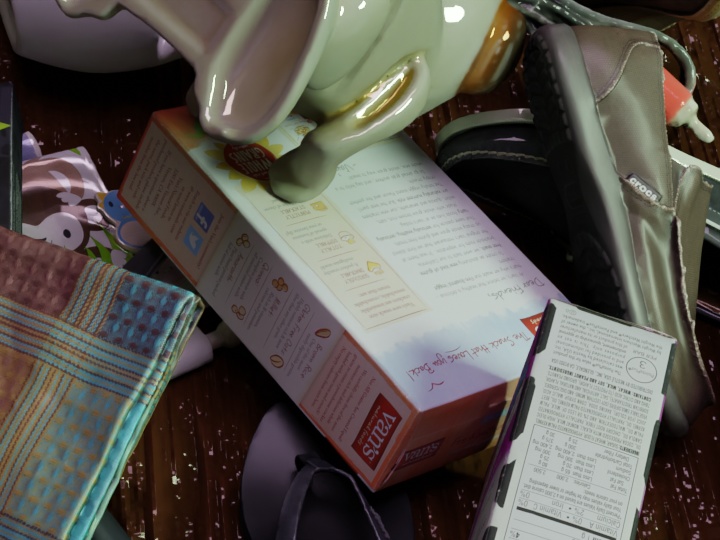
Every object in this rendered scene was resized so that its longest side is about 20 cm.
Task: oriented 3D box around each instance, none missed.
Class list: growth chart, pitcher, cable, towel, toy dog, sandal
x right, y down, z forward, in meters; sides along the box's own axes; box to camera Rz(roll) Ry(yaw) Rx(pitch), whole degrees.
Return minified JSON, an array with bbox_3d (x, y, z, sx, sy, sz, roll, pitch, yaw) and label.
[{"bbox_3d":[-0.161,-0.007,1.004,0.145,0.018,0.200,-32,65,-31],"label":"growth chart"},{"bbox_3d":[-0.079,-0.152,1.066,0.199,0.121,0.172,-14,55,-12],"label":"pitcher"},{"bbox_3d":[0.105,-0.127,1.092,0.097,0.050,0.200,-40,99,-12],"label":"cable"},{"bbox_3d":[-0.163,0.078,0.853,0.146,0.022,0.200,18,74,27],"label":"towel"},{"bbox_3d":[-0.011,-0.129,0.940,0.139,0.200,0.194,30,94,28],"label":"toy dog"},{"bbox_3d":[-0.009,0.135,0.900,0.076,0.043,0.200,1,50,-11],"label":"sandal"}]

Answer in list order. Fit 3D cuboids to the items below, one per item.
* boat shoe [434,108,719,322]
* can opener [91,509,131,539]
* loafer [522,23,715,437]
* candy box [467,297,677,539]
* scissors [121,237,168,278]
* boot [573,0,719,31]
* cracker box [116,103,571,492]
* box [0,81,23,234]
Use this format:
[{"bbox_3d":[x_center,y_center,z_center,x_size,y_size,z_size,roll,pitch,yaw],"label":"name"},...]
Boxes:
[{"bbox_3d":[0.129,-0.024,1.040,0.200,0.072,0.068,19,58,-9],"label":"boat shoe"},{"bbox_3d":[-0.098,0.132,0.857,0.200,0.079,0.063,47,18,28],"label":"can opener"},{"bbox_3d":[0.135,-0.022,0.980,0.071,0.073,0.201,-16,96,-10],"label":"loafer"},{"bbox_3d":[0.069,0.131,0.859,0.061,0.137,0.200,18,50,3],"label":"candy box"},{"bbox_3d":[-0.121,0.031,0.965,0.073,0.014,0.200,40,52,23],"label":"scissors"},{"bbox_3d":[0.115,-0.187,1.099,0.166,0.200,0.073,24,74,-9],"label":"boot"},{"bbox_3d":[0.000,0.000,0.985,0.134,0.058,0.200,-14,52,-45],"label":"cracker box"},{"bbox_3d":[-0.252,-0.015,0.953,0.199,0.036,0.143,-6,54,-2],"label":"box"}]
